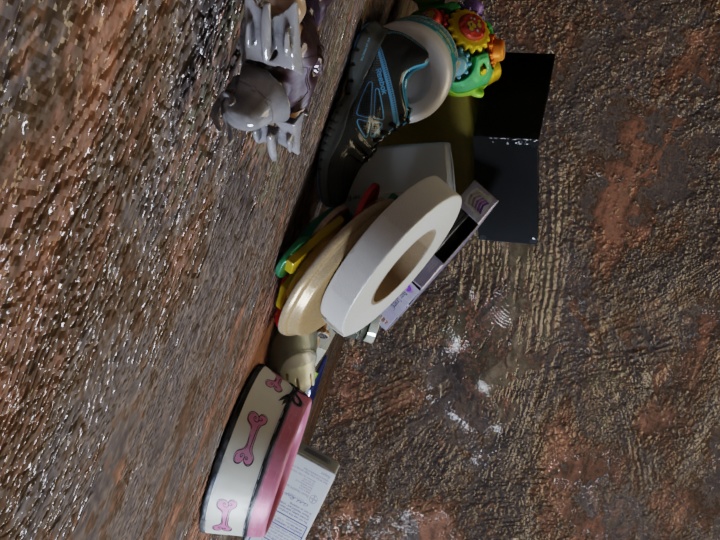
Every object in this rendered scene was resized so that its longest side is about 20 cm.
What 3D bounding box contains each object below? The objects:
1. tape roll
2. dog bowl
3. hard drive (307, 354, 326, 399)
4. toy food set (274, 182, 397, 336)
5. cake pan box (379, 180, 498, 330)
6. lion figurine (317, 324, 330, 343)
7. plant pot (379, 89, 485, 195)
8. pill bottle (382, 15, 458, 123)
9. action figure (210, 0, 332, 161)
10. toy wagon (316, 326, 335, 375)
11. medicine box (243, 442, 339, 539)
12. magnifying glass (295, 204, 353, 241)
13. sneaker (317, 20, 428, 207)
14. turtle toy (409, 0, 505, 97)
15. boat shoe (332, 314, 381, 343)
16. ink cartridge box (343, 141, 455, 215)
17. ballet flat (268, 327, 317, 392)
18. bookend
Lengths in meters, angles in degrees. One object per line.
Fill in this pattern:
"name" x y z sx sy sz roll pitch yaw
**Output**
"tape roll" 0.035 -0.014 1.034 0.203 0.037 0.203 -47 167 -14
"dog bowl" -0.116 0.215 1.081 0.200 0.073 0.202 19 90 -87
"hard drive" -0.113 0.264 1.928 0.200 0.025 0.133 -62 171 -74
"toy food set" -0.025 -0.010 1.038 0.200 0.049 0.199 -41 165 -31
"cake pan box" 0.099 -0.018 1.322 0.184 0.052 0.200 -49 177 -22
"lion figurine" -0.063 0.050 1.232 0.200 0.072 0.124 127 -21 -51
"plant pot" 0.102 -0.227 1.410 0.195 0.193 0.201 -68 166 -44
"pill bottle" 0.060 -0.244 1.113 0.200 0.110 0.112 -66 174 -70
"action figure" -0.031 -0.146 0.494 0.130 0.069 0.201 119 -4 -62
"toy wagon" -0.058 0.090 1.517 0.156 0.039 0.200 -62 -173 -2
"medicine box" -0.129 0.446 1.796 0.202 0.102 0.182 -62 176 -5
"magnifying glass" -0.024 -0.042 1.109 0.080 0.022 0.200 -47 166 14
"sneaker" 0.010 -0.157 0.997 0.073 0.081 0.202 -67 177 -76
"turtle toy" 0.117 -0.322 1.256 0.145 0.201 0.101 -25 172 -30
"boat shoe" 0.001 -0.001 1.287 0.072 0.060 0.204 117 -19 -62
"ink cartridge box" 0.050 -0.121 1.215 0.200 0.143 0.086 -60 145 -80
"ballet flat" -0.083 0.138 1.170 0.064 0.067 0.201 56 -35 33
"bookend" 0.230 -0.181 1.385 0.201 0.091 0.200 80 22 -45
